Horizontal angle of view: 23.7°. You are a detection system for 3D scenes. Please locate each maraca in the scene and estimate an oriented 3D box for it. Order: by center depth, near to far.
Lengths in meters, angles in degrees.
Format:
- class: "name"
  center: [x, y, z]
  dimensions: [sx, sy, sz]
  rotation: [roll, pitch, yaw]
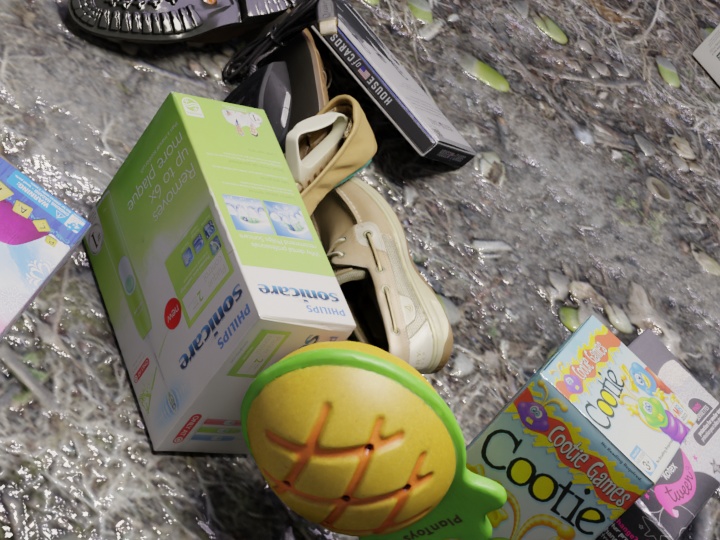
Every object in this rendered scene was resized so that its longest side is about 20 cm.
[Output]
- class: "maraca"
  center: [0.008, 0.122, 1.105]
  dimensions: [0.200, 0.136, 0.108]
  rotation: [48, 34, -29]

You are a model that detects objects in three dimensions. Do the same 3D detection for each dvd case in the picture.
- class: "dvd case"
  center: [0.019, -0.178, 1.555]
  dimensions: [0.201, 0.025, 0.150]
  rotation: [51, 13, 11]

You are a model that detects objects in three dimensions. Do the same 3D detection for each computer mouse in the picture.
- class: "computer mouse"
  center: [-0.063, -0.145, 1.396]
  dimensions: [0.046, 0.140, 0.201]
  rotation: [40, 32, -24]

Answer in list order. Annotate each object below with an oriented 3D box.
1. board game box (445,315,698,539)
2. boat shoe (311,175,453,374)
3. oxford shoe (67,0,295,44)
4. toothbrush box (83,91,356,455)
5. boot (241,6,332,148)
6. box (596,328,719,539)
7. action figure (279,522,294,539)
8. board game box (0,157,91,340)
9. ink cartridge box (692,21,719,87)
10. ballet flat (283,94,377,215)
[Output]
- class: "board game box"
  center: [0.120, 0.146, 1.178]
  dimensions: [0.103, 0.200, 0.105]
  rotation: [43, 34, 6]
- class: "boat shoe"
  center: [0.000, 0.000, 1.346]
  dimensions: [0.064, 0.072, 0.201]
  rotation: [-5, 51, -35]
- class: "oxford shoe"
  center: [-0.155, -0.217, 1.451]
  dimensions: [0.198, 0.084, 0.073]
  rotation: [-6, 77, -26]
- class: "toothbrush box"
  center: [-0.103, 0.003, 1.176]
  dimensions: [0.085, 0.146, 0.201]
  rotation: [6, 47, -40]
- class: "boot"
  center: [-0.048, -0.172, 1.502]
  dimensions: [0.075, 0.074, 0.201]
  rotation: [25, 33, -37]
- class: "box"
  center: [0.201, 0.154, 1.324]
  dimensions: [0.132, 0.115, 0.200]
  rotation: [46, 35, 10]
- class: "action figure"
  center: [0.004, 0.227, 1.072]
  dimensions: [0.198, 0.103, 0.120]
  rotation: [4, 50, -4]
- class: "board game box"
  center: [-0.301, -0.030, 1.115]
  dimensions: [0.199, 0.041, 0.200]
  rotation: [36, 34, -6]
- class: "ink cartridge box"
  center: [0.534, -0.236, 2.115]
  dimensions: [0.199, 0.084, 0.176]
  rotation: [-10, 57, -48]
- class: "ballet flat"
  center: [-0.060, -0.071, 1.333]
  dimensions: [0.068, 0.064, 0.200]
  rotation: [12, 42, 32]
